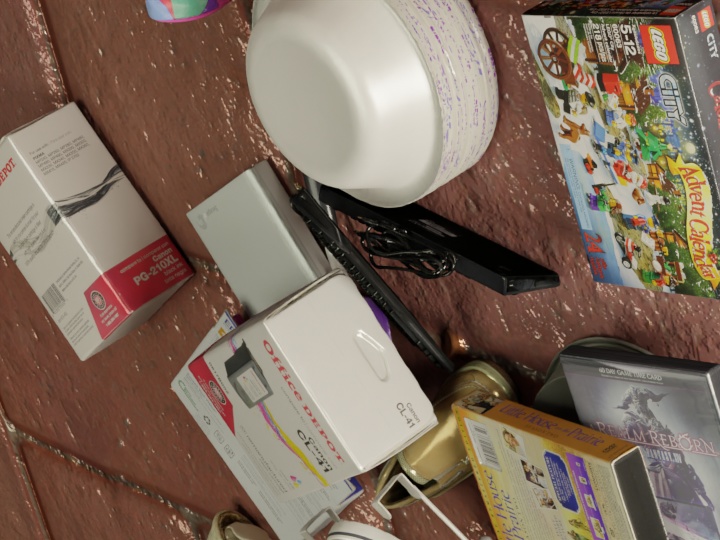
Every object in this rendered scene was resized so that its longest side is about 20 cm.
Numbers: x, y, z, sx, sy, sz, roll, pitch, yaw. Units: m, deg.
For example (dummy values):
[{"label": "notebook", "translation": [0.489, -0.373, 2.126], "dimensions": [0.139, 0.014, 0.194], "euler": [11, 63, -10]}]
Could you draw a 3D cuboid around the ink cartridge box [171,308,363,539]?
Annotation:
[{"label": "ink cartridge box", "translation": [-0.079, 0.140, 1.927], "dimensions": [0.197, 0.043, 0.200], "euler": [54, 150, 7]}]

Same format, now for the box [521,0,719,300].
[{"label": "box", "translation": [0.189, -0.081, 1.401], "dimensions": [0.136, 0.038, 0.200], "euler": [9, 124, 50]}]

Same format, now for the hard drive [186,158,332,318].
[{"label": "hard drive", "translation": [-0.064, 0.014, 1.826], "dimensions": [0.200, 0.026, 0.132], "euler": [58, 147, -1]}]

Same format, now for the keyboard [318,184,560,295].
[{"label": "keyboard", "translation": [0.044, -0.015, 1.585], "dimensions": [0.200, 0.104, 0.040], "euler": [27, 108, 39]}]

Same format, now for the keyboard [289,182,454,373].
[{"label": "keyboard", "translation": [0.000, 0.000, 1.645], "dimensions": [0.127, 0.021, 0.200], "euler": [51, 180, 42]}]

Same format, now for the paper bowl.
[{"label": "paper bowl", "translation": [-0.004, -0.140, 1.549], "dimensions": [0.200, 0.104, 0.201], "euler": [31, 138, 33]}]

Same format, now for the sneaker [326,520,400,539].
[{"label": "sneaker", "translation": [0.043, 0.283, 1.718], "dimensions": [0.200, 0.080, 0.078], "euler": [40, 150, -19]}]

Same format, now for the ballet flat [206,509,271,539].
[{"label": "ballet flat", "translation": [-0.080, 0.297, 2.048], "dimensions": [0.200, 0.067, 0.063], "euler": [32, 129, 34]}]

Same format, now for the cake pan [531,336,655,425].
[{"label": "cake pan", "translation": [0.199, 0.145, 1.576], "dimensions": [0.200, 0.037, 0.201], "euler": [33, 140, 33]}]

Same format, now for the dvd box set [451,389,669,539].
[{"label": "dvd box set", "translation": [0.153, 0.174, 1.573], "dimensions": [0.200, 0.029, 0.147], "euler": [15, 130, 58]}]

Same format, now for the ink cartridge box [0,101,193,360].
[{"label": "ink cartridge box", "translation": [-0.264, -0.036, 1.994], "dimensions": [0.200, 0.084, 0.145], "euler": [55, 147, 3]}]

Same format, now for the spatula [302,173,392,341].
[{"label": "spatula", "translation": [-0.018, -0.009, 1.738], "dimensions": [0.056, 0.021, 0.201], "euler": [-8, 108, 21]}]

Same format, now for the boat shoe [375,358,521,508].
[{"label": "boat shoe", "translation": [0.065, 0.143, 1.715], "dimensions": [0.072, 0.076, 0.200], "euler": [48, 146, 15]}]

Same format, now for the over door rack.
[{"label": "over door rack", "translation": [0.071, 0.232, 1.760], "dimensions": [0.200, 0.067, 0.148], "euler": [35, 150, -13]}]

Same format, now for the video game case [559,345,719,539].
[{"label": "video game case", "translation": [0.221, 0.149, 1.500], "dimensions": [0.143, 0.019, 0.200], "euler": [6, 122, 51]}]

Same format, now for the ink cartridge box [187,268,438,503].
[{"label": "ink cartridge box", "translation": [-0.042, 0.096, 1.718], "dimensions": [0.148, 0.086, 0.200], "euler": [56, 156, -1]}]

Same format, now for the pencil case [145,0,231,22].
[{"label": "pencil case", "translation": [-0.154, -0.292, 1.642], "dimensions": [0.088, 0.088, 0.200], "euler": [8, 123, 50]}]
